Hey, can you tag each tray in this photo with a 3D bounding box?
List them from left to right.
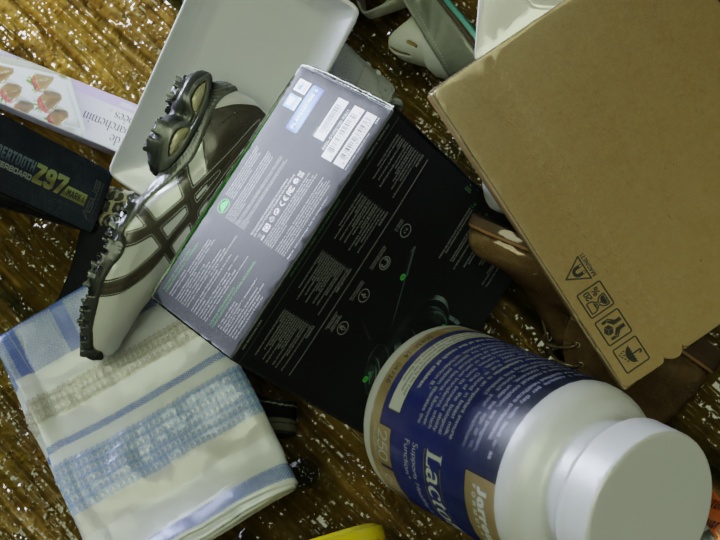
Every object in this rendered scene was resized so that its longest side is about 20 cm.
[{"bbox_3d":[-0.086,-0.119,0.902,0.107,0.022,0.201,32,118,2],"label":"tray"}]

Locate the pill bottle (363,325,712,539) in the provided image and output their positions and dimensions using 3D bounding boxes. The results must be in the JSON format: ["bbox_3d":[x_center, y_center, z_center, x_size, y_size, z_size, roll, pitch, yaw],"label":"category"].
[{"bbox_3d":[0.099,0.109,0.788,0.200,0.115,0.116,20,84,55],"label":"pill bottle"}]

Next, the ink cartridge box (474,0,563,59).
[{"bbox_3d":[0.145,-0.165,0.869,0.116,0.200,0.068,4,100,13],"label":"ink cartridge box"}]

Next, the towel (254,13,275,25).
[{"bbox_3d":[-0.040,-0.262,0.958,0.152,0.023,0.200,-32,47,4],"label":"towel"}]

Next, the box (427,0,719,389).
[{"bbox_3d":[0.159,-0.061,0.753,0.163,0.021,0.201,-34,94,1],"label":"box"}]

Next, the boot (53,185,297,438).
[{"bbox_3d":[-0.127,0.029,0.947,0.202,0.073,0.155,12,80,13],"label":"boot"}]

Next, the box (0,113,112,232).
[{"bbox_3d":[-0.295,-0.090,0.933,0.199,0.157,0.051,15,83,33],"label":"box"}]

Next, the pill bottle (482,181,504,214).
[{"bbox_3d":[0.182,-0.058,0.831,0.199,0.120,0.120,13,82,-14],"label":"pill bottle"}]

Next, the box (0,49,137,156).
[{"bbox_3d":[-0.204,-0.116,1.005,0.199,0.041,0.039,23,86,16],"label":"box"}]

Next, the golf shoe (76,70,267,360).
[{"bbox_3d":[-0.115,-0.024,0.869,0.094,0.078,0.201,25,94,-11],"label":"golf shoe"}]

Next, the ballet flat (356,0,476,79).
[{"bbox_3d":[0.038,-0.184,0.954,0.064,0.067,0.201,-34,69,12],"label":"ballet flat"}]

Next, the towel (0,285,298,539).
[{"bbox_3d":[-0.145,0.093,0.886,0.146,0.024,0.201,-29,71,-1],"label":"towel"}]

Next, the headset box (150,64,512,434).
[{"bbox_3d":[0.000,0.000,0.861,0.093,0.200,0.175,32,89,43],"label":"headset box"}]

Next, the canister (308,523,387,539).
[{"bbox_3d":[-0.001,0.270,0.839,0.086,0.149,0.201,-13,75,-17],"label":"canister"}]

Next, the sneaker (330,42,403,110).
[{"bbox_3d":[-0.021,-0.134,0.962,0.091,0.076,0.201,-5,68,-17],"label":"sneaker"}]

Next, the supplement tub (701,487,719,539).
[{"bbox_3d":[0.149,0.215,0.828,0.199,0.123,0.123,-34,75,5],"label":"supplement tub"}]

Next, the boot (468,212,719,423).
[{"bbox_3d":[0.138,0.034,0.852,0.199,0.074,0.076,33,97,-20],"label":"boot"}]
